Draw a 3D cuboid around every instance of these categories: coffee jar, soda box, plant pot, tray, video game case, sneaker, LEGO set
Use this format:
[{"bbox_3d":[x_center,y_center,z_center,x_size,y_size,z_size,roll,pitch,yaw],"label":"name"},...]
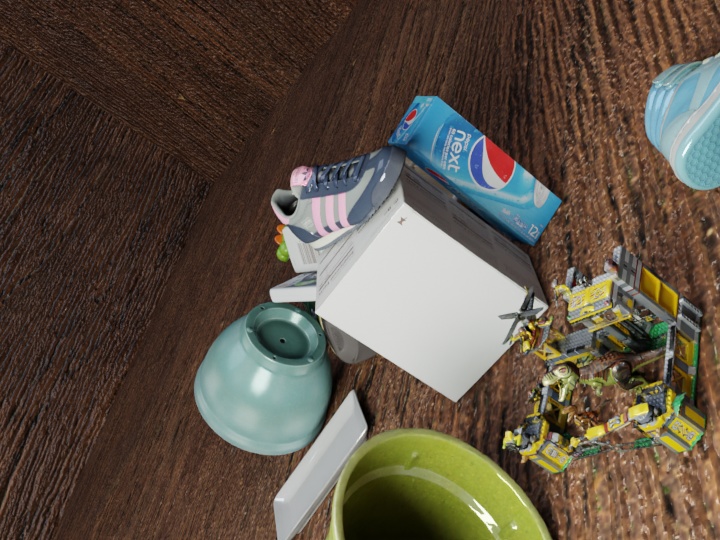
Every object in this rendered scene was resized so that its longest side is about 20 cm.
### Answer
[{"bbox_3d":[-0.028,0.062,1.189,0.084,0.106,0.200,-24,16,-10],"label":"coffee jar"},{"bbox_3d":[0.131,-0.112,0.920,0.065,0.198,0.068,-56,20,-1],"label":"soda box"},{"bbox_3d":[0.031,0.266,0.650,0.186,0.197,0.202,-57,16,36],"label":"plant pot"},{"bbox_3d":[-0.050,0.263,1.070,0.202,0.022,0.108,-55,20,9],"label":"tray"},{"bbox_3d":[0.000,0.000,1.113,0.197,0.024,0.180,-4,17,45],"label":"video game case"},{"bbox_3d":[0.329,-0.180,0.720,0.201,0.079,0.131,-51,21,17],"label":"sneaker"},{"bbox_3d":[0.175,0.072,0.654,0.199,0.115,0.156,-23,39,59],"label":"LEGO set"},{"bbox_3d":[-0.030,-0.084,0.845,0.199,0.081,0.071,-34,28,51],"label":"sneaker"},{"bbox_3d":[-0.121,0.133,1.127,0.202,0.196,0.136,-83,15,-52],"label":"plant pot"}]

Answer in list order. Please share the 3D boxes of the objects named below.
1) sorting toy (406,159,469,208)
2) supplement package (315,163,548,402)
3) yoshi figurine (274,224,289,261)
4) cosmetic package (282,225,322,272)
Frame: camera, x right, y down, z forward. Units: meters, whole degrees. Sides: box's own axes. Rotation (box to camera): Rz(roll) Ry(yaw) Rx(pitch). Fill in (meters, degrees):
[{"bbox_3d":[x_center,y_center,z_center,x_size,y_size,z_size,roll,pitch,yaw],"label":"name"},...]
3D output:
[{"bbox_3d":[0.062,-0.071,1.070,0.197,0.108,0.181,-3,40,37],"label":"sorting toy"},{"bbox_3d":[0.072,0.013,0.875,0.156,0.198,0.112,-49,20,23],"label":"supplement package"},{"bbox_3d":[-0.087,-0.077,1.617,0.110,0.114,0.201,15,51,28],"label":"yoshi figurine"},{"bbox_3d":[-0.007,-0.064,1.190,0.100,0.076,0.198,-5,17,43],"label":"cosmetic package"}]
